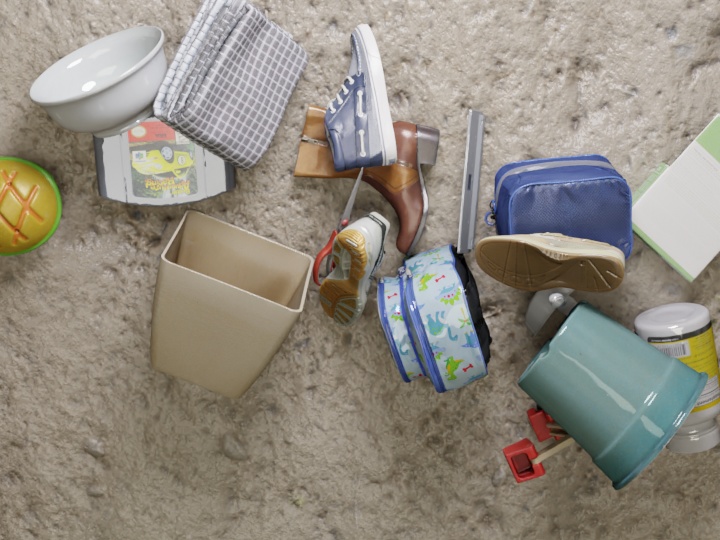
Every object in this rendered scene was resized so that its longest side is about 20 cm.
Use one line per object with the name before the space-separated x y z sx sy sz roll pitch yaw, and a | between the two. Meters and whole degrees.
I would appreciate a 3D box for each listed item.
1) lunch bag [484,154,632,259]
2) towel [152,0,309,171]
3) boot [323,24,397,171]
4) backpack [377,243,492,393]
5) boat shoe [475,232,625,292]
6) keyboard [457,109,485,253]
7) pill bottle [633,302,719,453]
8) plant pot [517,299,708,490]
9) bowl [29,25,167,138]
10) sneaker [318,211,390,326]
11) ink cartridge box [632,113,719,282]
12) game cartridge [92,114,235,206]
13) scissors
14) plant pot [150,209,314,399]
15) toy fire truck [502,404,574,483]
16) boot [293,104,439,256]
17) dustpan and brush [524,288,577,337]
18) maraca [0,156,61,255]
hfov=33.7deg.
lunch bag | 0.274 -0.082 1.670 0.197 0.133 0.138 -4 111 -1
towel | -0.167 -0.254 1.599 0.165 0.085 0.202 29 88 -49
boot | -0.011 -0.238 1.635 0.089 0.073 0.203 -10 79 -5
backpack | 0.105 0.077 1.667 0.145 0.200 0.185 -19 103 3
boat shoe | 0.253 -0.016 1.590 0.197 0.065 0.073 6 117 14
keyboard | 0.155 -0.125 1.685 0.011 0.056 0.203 7 96 28
pill bottle | 0.468 0.158 1.736 0.110 0.111 0.203 -12 103 2
plant pot | 0.332 0.157 1.616 0.195 0.200 0.201 38 100 6
bowl | -0.338 -0.242 1.607 0.199 0.202 0.091 -21 120 4
sneaker | 0.000 0.000 1.691 0.075 0.088 0.201 37 143 13
ink cartridge box | 0.488 -0.105 1.709 0.145 0.048 0.200 40 99 -9
game cartridge | -0.279 -0.159 1.695 0.197 0.041 0.135 -4 107 0
scissors | -0.031 -0.057 1.671 0.073 0.014 0.201 -22 142 -27
plant pot | -0.194 0.058 1.672 0.198 0.200 0.179 21 112 -5
toy fire truck | 0.300 0.226 1.733 0.198 0.141 0.049 -25 102 5
boot | 0.003 -0.127 1.688 0.197 0.069 0.191 8 103 -2
dustpan and brush | 0.277 0.040 1.661 0.140 0.200 0.057 -47 67 8
maraca | -0.518 -0.087 1.670 0.197 0.107 0.139 -7 96 1
